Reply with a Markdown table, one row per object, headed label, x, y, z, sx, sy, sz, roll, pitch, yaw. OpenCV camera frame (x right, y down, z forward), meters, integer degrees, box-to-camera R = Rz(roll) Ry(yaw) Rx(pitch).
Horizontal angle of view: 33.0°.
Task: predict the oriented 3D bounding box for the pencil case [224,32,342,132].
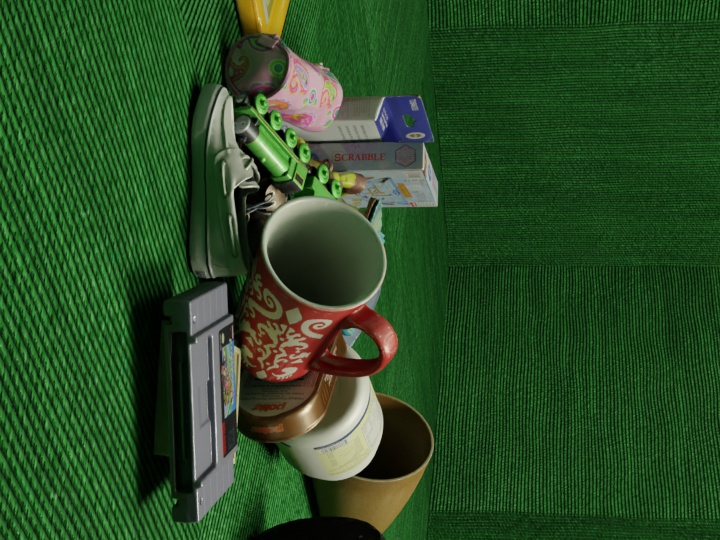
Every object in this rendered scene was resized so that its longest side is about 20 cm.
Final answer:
| label | x | y | z | sx | sy | sz | roll | pitch | yaw |
| --- | --- | --- | --- | --- | --- | --- | --- | --- | --- |
| pencil case | -0.086 | -0.219 | 1.424 | 0.200 | 0.087 | 0.088 | 9 | 81 | -71 |

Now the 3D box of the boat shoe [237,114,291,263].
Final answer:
| label | x | y | z | sx | sy | sz | roll | pitch | yaw |
| --- | --- | --- | --- | --- | --- | --- | --- | --- | --- |
| boat shoe | -0.116 | -0.084 | 1.385 | 0.072 | 0.072 | 0.201 | 35 | 46 | -73 |

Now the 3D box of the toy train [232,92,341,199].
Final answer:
| label | x | y | z | sx | sy | sz | roll | pitch | yaw |
| --- | --- | --- | --- | --- | --- | --- | --- | --- | --- |
| toy train | -0.083 | -0.120 | 1.343 | 0.200 | 0.042 | 0.057 | 46 | 48 | -46 |

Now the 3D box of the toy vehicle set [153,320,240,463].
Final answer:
| label | x | y | z | sx | sy | sz | roll | pitch | yaw |
| --- | --- | --- | --- | --- | --- | --- | --- | --- | --- |
| toy vehicle set | -0.159 | 0.126 | 1.214 | 0.200 | 0.026 | 0.125 | 53 | 38 | -75 |

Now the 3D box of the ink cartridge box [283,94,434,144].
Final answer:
| label | x | y | z | sx | sy | sz | roll | pitch | yaw |
| --- | --- | --- | --- | --- | --- | --- | --- | --- | --- |
| ink cartridge box | -0.009 | -0.182 | 1.612 | 0.200 | 0.199 | 0.041 | 51 | 40 | -75 |

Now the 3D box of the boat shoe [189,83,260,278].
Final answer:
| label | x | y | z | sx | sy | sz | roll | pitch | yaw |
| --- | --- | --- | --- | --- | --- | --- | --- | --- | --- |
| boat shoe | -0.135 | -0.092 | 1.244 | 0.074 | 0.065 | 0.201 | 8 | 82 | -81 |

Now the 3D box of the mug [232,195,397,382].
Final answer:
| label | x | y | z | sx | sy | sz | roll | pitch | yaw |
| --- | --- | --- | --- | --- | --- | --- | --- | --- | --- |
| mug | -0.061 | 0.048 | 1.288 | 0.200 | 0.133 | 0.178 | -56 | -131 | 54 |

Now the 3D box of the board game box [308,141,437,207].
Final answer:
| label | x | y | z | sx | sy | sz | roll | pitch | yaw |
| --- | --- | --- | --- | --- | --- | --- | --- | --- | --- |
| board game box | -0.001 | -0.128 | 1.667 | 0.200 | 0.199 | 0.041 | 54 | 37 | -76 |

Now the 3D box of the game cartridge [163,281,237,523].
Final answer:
| label | x | y | z | sx | sy | sz | roll | pitch | yaw |
| --- | --- | --- | --- | --- | --- | --- | --- | --- | --- |
| game cartridge | -0.145 | 0.116 | 1.122 | 0.130 | 0.038 | 0.201 | -30 | 119 | -75 |

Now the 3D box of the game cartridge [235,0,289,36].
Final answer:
| label | x | y | z | sx | sy | sz | roll | pitch | yaw |
| --- | --- | --- | --- | --- | --- | --- | --- | --- | --- |
| game cartridge | -0.119 | -0.364 | 1.454 | 0.200 | 0.032 | 0.177 | 79 | 14 | -47 |

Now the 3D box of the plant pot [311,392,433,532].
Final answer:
| label | x | y | z | sx | sy | sz | roll | pitch | yaw |
| --- | --- | --- | --- | --- | --- | --- | --- | --- | --- |
| plant pot | 0.004 | 0.319 | 1.844 | 0.187 | 0.186 | 0.200 | -77 | 177 | -54 |

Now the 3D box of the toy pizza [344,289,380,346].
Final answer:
| label | x | y | z | sx | sy | sz | roll | pitch | yaw |
| --- | --- | --- | --- | --- | --- | --- | --- | --- | --- |
| toy pizza | -0.041 | 0.079 | 1.671 | 0.200 | 0.032 | 0.200 | -49 | 163 | -21 |

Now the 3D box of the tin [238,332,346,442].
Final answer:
| label | x | y | z | sx | sy | sz | roll | pitch | yaw |
| --- | --- | --- | --- | --- | --- | --- | --- | --- | --- |
| tin | -0.084 | 0.116 | 1.407 | 0.200 | 0.112 | 0.042 | -72 | 151 | -50 |

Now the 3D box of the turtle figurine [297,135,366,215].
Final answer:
| label | x | y | z | sx | sy | sz | roll | pitch | yaw |
| --- | --- | --- | --- | --- | --- | --- | --- | --- | --- |
| turtle figurine | -0.054 | -0.113 | 1.496 | 0.161 | 0.064 | 0.200 | 18 | 46 | -51 |

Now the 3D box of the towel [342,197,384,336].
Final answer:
| label | x | y | z | sx | sy | sz | roll | pitch | yaw |
| --- | --- | --- | --- | --- | --- | --- | --- | --- | --- |
| towel | 0.000 | 0.000 | 1.503 | 0.200 | 0.022 | 0.147 | 83 | 25 | -79 |

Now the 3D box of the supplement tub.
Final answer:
| label | x | y | z | sx | sy | sz | roll | pitch | yaw |
| --- | --- | --- | --- | --- | --- | --- | --- | --- | --- |
| supplement tub | -0.048 | 0.180 | 1.541 | 0.200 | 0.145 | 0.145 | 72 | 20 | -63 |

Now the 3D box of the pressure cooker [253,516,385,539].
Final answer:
| label | x | y | z | sx | sy | sz | roll | pitch | yaw |
| --- | --- | --- | --- | --- | --- | --- | --- | --- | --- |
| pressure cooker | -0.048 | 0.414 | 1.451 | 0.179 | 0.175 | 0.201 | -40 | 126 | -74 |
